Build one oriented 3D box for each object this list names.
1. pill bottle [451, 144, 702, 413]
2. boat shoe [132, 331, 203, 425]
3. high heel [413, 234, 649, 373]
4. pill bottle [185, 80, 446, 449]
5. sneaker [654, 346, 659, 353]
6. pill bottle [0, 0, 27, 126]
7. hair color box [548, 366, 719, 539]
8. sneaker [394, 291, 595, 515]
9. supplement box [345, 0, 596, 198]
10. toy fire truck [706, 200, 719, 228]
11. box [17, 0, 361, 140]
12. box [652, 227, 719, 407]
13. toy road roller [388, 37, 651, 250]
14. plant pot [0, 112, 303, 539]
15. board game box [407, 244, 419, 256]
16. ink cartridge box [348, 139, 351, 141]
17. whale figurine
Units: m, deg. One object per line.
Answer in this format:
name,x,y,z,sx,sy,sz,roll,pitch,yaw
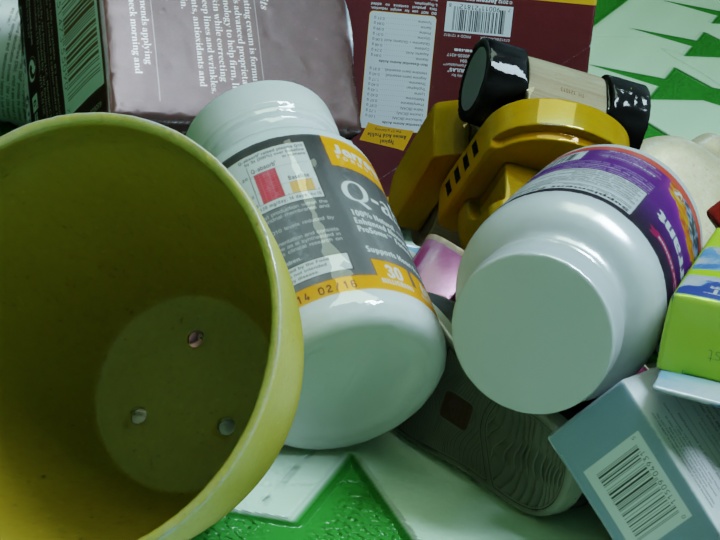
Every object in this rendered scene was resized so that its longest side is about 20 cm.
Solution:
pill bottle,0.114,0.005,0.943,0.111,0.112,0.200,16,20,15
boat shoe,-0.108,0.027,1.004,0.072,0.072,0.200,9,19,3
high heel,0.094,0.064,1.087,0.199,0.096,0.067,34,-17,7
pill bottle,-0.033,-0.008,0.993,0.116,0.117,0.201,2,44,-25
sneaker,0.185,0.018,1.165,0.084,0.075,0.200,21,4,-9
pill bottle,-0.245,-0.168,1.441,0.199,0.114,0.113,12,18,3
hair color box,0.196,0.095,0.941,0.199,0.061,0.099,-12,66,-50
sneaker,0.085,0.072,1.011,0.106,0.075,0.200,1,29,-42
supplement box,0.073,-0.144,1.388,0.196,0.201,0.133,5,15,-2
toy fire truck,0.302,0.027,1.157,0.168,0.112,0.200,45,6,-31
box,-0.130,-0.156,1.303,0.199,0.167,0.164,1,-16,-29
box,0.225,0.028,0.913,0.121,0.048,0.200,13,16,15
toy road roller,0.102,-0.044,1.168,0.122,0.200,0.147,15,54,-14
plant pot,-0.106,0.046,0.819,0.199,0.201,0.142,19,-8,22
board game box,0.000,0.000,1.230,0.199,0.026,0.200,8,19,-10
ink cartridge box,-0.091,-0.037,1.185,0.199,0.044,0.174,-6,19,-6
whale figurine,0.254,-0.022,1.312,0.199,0.160,0.104,8,-22,-20
